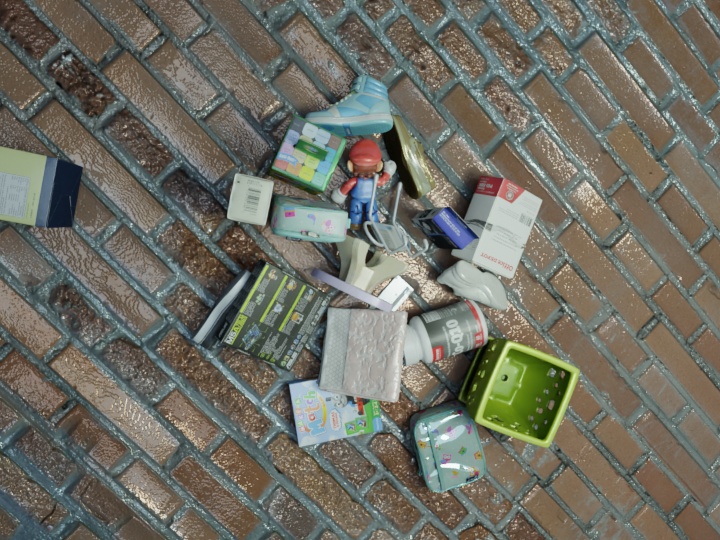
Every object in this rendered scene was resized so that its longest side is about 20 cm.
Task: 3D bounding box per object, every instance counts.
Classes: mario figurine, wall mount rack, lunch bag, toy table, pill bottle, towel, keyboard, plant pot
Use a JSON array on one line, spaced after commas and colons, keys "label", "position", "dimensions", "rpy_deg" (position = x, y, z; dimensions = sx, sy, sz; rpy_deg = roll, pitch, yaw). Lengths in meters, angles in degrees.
[{"label": "mario figurine", "position": [0.008, -0.198, 1.438], "dimensions": [0.123, 0.106, 0.200], "rpy_deg": [-12, 111, -45]}, {"label": "wall mount rack", "position": [0.073, -0.114, 1.397], "dimensions": [0.075, 0.200, 0.174], "rpy_deg": [-33, 73, 24]}, {"label": "lunch bag", "position": [0.204, 0.424, 1.509], "dimensions": [0.160, 0.077, 0.200], "rpy_deg": [-16, 97, -9]}, {"label": "toy table", "position": [0.000, 0.000, 1.396], "dimensions": [0.200, 0.184, 0.117], "rpy_deg": [26, 89, 12]}, {"label": "pill bottle", "position": [0.182, 0.148, 1.464], "dimensions": [0.200, 0.114, 0.114], "rpy_deg": [-17, 97, -9]}, {"label": "towel", "position": [0.004, 0.182, 1.414], "dimensions": [0.191, 0.032, 0.200], "rpy_deg": [4, 80, 20]}, {"label": "lunch bag", "position": [-0.109, -0.108, 1.339], "dimensions": [0.160, 0.200, 0.077], "rpy_deg": [9, 101, -13]}, {"label": "keyboard", "position": [0.042, 0.102, 1.490], "dimensions": [0.056, 0.011, 0.200], "rpy_deg": [42, 86, -6]}, {"label": "plant pot", "position": [0.353, 0.267, 1.471], "dimensions": [0.200, 0.181, 0.199], "rpy_deg": [23, 90, -11]}]

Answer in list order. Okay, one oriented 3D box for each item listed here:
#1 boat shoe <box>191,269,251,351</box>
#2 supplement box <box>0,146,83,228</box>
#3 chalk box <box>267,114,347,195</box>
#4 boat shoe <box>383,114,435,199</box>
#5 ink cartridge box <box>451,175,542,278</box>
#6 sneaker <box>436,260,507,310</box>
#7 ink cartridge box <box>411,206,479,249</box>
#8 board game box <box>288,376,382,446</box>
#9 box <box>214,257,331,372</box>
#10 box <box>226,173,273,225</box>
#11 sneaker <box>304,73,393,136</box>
[{"label": "boat shoe", "position": [-0.289, 0.091, 1.395], "dimensions": [0.068, 0.074, 0.199], "rpy_deg": [35, 90, -17]}, {"label": "supplement box", "position": [-0.681, -0.167, 1.237], "dimensions": [0.200, 0.200, 0.134], "rpy_deg": [11, 92, -12]}, {"label": "chalk box", "position": [-0.114, -0.240, 1.335], "dimensions": [0.125, 0.200, 0.124], "rpy_deg": [24, 90, -11]}, {"label": "boat shoe", "position": [0.112, -0.265, 1.447], "dimensions": [0.066, 0.074, 0.200], "rpy_deg": [-23, 97, -24]}, {"label": "ink cartridge box", "position": [0.314, -0.099, 1.462], "dimensions": [0.147, 0.083, 0.200], "rpy_deg": [21, 91, -35]}, {"label": "sneaker", "position": [0.265, 0.043, 1.499], "dimensions": [0.200, 0.088, 0.075], "rpy_deg": [32, 46, -31]}, {"label": "ink cartridge box", "position": [0.184, -0.093, 1.402], "dimensions": [0.099, 0.200, 0.039], "rpy_deg": [45, 83, -10]}, {"label": "board game box", "position": [-0.058, 0.316, 1.473], "dimensions": [0.200, 0.037, 0.151], "rpy_deg": [-9, 96, -9]}, {"label": "box", "position": [-0.188, 0.102, 1.394], "dimensions": [0.193, 0.048, 0.200], "rpy_deg": [30, 89, -32]}, {"label": "box", "position": [-0.231, -0.144, 1.321], "dimensions": [0.078, 0.200, 0.095], "rpy_deg": [11, 93, -11]}, {"label": "sneaker", "position": [-0.029, -0.372, 1.411], "dimensions": [0.200, 0.080, 0.131], "rpy_deg": [-2, 80, -1]}]
